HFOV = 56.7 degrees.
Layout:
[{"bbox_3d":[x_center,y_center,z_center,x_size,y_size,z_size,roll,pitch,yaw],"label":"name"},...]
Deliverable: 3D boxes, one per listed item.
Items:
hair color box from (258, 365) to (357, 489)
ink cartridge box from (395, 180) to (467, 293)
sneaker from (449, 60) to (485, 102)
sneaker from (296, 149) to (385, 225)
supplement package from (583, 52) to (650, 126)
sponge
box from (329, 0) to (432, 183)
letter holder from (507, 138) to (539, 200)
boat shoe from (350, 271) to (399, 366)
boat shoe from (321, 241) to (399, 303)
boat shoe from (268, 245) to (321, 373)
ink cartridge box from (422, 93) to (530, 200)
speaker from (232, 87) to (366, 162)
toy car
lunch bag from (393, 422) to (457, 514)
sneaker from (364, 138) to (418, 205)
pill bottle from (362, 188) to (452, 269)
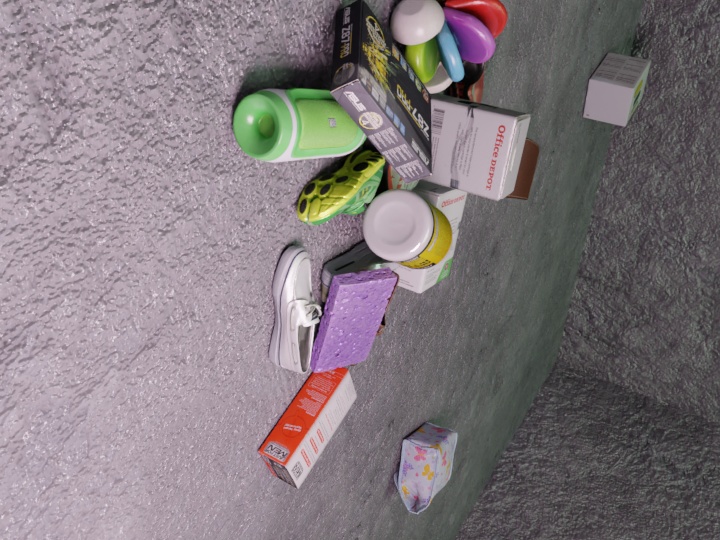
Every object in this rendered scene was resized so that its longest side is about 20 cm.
[{"bbox_3d":[-0.087,0.265,1.166,0.200,0.061,0.102,-55,151,-30],"label":"hair color box"},{"bbox_3d":[0.132,-0.076,1.315,0.146,0.084,0.200,-24,130,-56],"label":"ink cartridge box"},{"bbox_3d":[0.202,-0.368,1.278,0.087,0.074,0.200,-62,161,-46],"label":"sneaker"},{"bbox_3d":[-0.019,-0.113,1.005,0.200,0.074,0.084,-43,140,-44],"label":"sneaker"},{"bbox_3d":[0.885,-0.626,2.306,0.200,0.150,0.152,-50,149,-34],"label":"supplement package"},{"bbox_3d":[-0.015,0.085,1.117,0.111,0.030,0.200,-10,135,-33],"label":"sponge"},{"bbox_3d":[0.033,-0.240,0.910,0.200,0.049,0.161,43,42,-44],"label":"box"},{"bbox_3d":[0.345,-0.251,1.589,0.200,0.100,0.142,-8,114,-61],"label":"letter holder"},{"bbox_3d":[0.013,0.087,1.223,0.070,0.070,0.200,-4,113,-63],"label":"boat shoe"},{"bbox_3d":[0.000,0.000,1.150,0.200,0.072,0.062,-21,141,-45],"label":"boat shoe"},{"bbox_3d":[-0.089,0.061,1.005,0.074,0.067,0.200,-32,135,-52],"label":"boat shoe"},{"bbox_3d":[0.180,-0.221,1.169,0.083,0.200,0.147,-29,133,-54],"label":"ink cartridge box"},{"bbox_3d":[-0.068,-0.184,0.845,0.200,0.088,0.089,-21,127,-57],"label":"speaker"},{"bbox_3d":[0.149,-0.379,1.049,0.200,0.150,0.175,-62,154,-15],"label":"toy car"},{"bbox_3d":[0.174,0.538,1.809,0.170,0.127,0.200,-13,110,-63],"label":"lunch bag"},{"bbox_3d":[0.060,-0.200,1.107,0.108,0.067,0.202,-45,148,-43],"label":"sneaker"},{"bbox_3d":[0.088,-0.061,1.099,0.200,0.112,0.113,15,95,-67],"label":"pill bottle"}]
